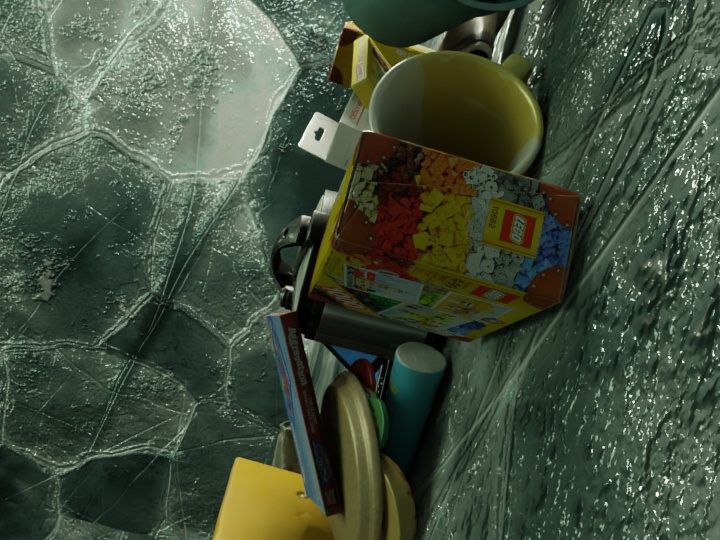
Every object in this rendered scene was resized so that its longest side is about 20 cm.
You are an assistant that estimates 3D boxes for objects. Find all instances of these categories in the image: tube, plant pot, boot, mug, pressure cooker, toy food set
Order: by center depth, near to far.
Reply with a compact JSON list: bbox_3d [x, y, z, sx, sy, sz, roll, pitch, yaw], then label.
[{"bbox_3d":[0.094,-0.101,0.729,0.153,0.186,0.150,97,153,-62],"label":"mug"},{"bbox_3d":[-0.001,0.194,0.778,0.200,0.049,0.198,119,145,-63],"label":"toy food set"},{"bbox_3d":[0.040,0.169,0.797,0.077,0.050,0.200,-89,10,-62],"label":"tube"},{"bbox_3d":[0.076,-0.340,0.824,0.196,0.200,0.201,-7,66,66],"label":"plant pot"},{"bbox_3d":[0.000,0.002,0.860,0.179,0.200,0.176,-86,10,-67],"label":"pressure cooker"},{"bbox_3d":[0.138,-0.278,0.913,0.200,0.070,0.146,-56,14,32],"label":"boot"}]

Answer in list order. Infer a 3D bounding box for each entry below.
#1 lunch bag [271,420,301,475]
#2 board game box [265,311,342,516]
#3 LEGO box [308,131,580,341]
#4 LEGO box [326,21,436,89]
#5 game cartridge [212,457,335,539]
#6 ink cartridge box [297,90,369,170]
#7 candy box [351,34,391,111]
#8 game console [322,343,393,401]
[{"bbox_3d":[-0.067,0.289,1.055,0.200,0.117,0.164,146,128,-79],"label":"lunch bag"},{"bbox_3d":[-0.060,0.141,0.799,0.103,0.019,0.200,167,90,-73],"label":"board game box"},{"bbox_3d":[0.049,-0.013,0.580,0.200,0.149,0.077,124,162,-75],"label":"LEGO box"},{"bbox_3d":[0.060,-0.284,1.106,0.149,0.200,0.077,-86,14,-70],"label":"LEGO box"},{"bbox_3d":[-0.068,0.281,0.851,0.200,0.176,0.032,-96,23,-78],"label":"game cartridge"},{"bbox_3d":[0.026,-0.181,1.074,0.117,0.200,0.068,-73,6,-52],"label":"ink cartridge box"},{"bbox_3d":[0.053,-0.176,0.927,0.026,0.200,0.102,-23,40,25],"label":"candy box"},{"bbox_3d":[-0.024,0.154,1.104,0.200,0.118,0.173,118,167,-69],"label":"game console"}]
